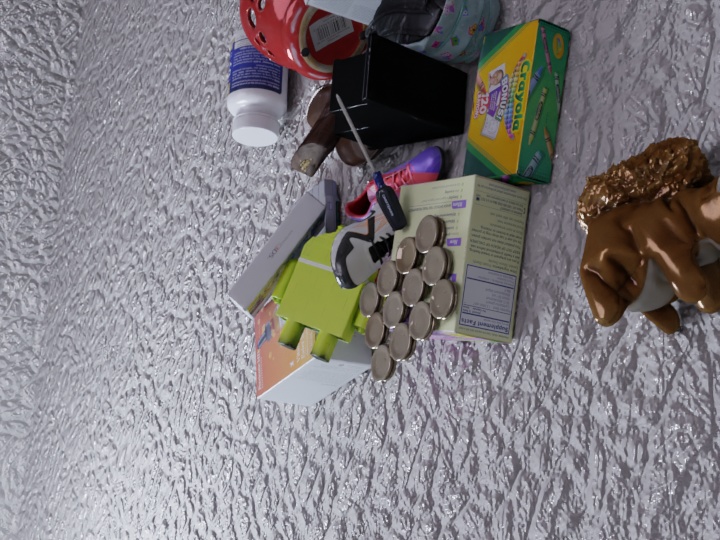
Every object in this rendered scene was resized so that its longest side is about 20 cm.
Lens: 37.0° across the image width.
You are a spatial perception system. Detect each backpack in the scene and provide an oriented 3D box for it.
[{"bbox_3d":[0.106,-0.375,1.552,0.199,0.125,0.170,29,106,61],"label":"backpack"}]

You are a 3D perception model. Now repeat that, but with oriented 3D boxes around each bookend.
[{"bbox_3d":[0.017,-0.251,1.555,0.198,0.197,0.094,-4,79,48],"label":"bookend"}]

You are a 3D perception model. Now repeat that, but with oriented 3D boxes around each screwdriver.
[{"bbox_3d":[0.014,-0.148,1.450,0.029,0.028,0.203,-20,94,47],"label":"screwdriver"}]

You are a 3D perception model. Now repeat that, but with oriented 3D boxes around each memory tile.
[{"bbox_3d":[0.061,0.038,1.408,0.200,0.017,0.155,-50,40,41],"label":"memory tile"}]

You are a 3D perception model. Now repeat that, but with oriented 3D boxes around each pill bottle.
[{"bbox_3d":[-0.196,-0.349,2.055,0.119,0.118,0.204,-23,60,54],"label":"pill bottle"}]

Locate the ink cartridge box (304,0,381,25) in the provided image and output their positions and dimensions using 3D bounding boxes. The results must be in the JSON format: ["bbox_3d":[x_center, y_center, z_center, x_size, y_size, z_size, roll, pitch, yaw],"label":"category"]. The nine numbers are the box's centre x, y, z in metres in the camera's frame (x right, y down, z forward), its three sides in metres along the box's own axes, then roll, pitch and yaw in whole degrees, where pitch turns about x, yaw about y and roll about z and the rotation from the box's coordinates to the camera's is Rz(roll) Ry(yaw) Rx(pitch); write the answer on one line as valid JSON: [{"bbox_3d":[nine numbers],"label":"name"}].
[{"bbox_3d":[-0.001,-0.475,1.692,0.084,0.197,0.178,-51,40,38],"label":"ink cartridge box"}]

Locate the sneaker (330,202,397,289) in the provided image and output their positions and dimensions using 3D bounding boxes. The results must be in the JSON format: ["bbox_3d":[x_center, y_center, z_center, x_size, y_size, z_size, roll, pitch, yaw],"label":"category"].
[{"bbox_3d":[0.029,-0.045,1.506,0.079,0.075,0.200,-1,35,38],"label":"sneaker"}]

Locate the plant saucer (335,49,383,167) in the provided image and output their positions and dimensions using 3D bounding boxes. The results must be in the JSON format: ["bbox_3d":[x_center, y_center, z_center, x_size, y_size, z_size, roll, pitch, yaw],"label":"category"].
[{"bbox_3d":[0.018,-0.266,1.755,0.199,0.032,0.204,-25,60,54],"label":"plant saucer"}]

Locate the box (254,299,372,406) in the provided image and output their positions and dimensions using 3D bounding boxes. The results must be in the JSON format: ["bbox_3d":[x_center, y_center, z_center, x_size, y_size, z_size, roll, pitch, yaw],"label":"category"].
[{"bbox_3d":[-0.079,0.109,1.718,0.200,0.105,0.155,-38,49,47],"label":"box"}]

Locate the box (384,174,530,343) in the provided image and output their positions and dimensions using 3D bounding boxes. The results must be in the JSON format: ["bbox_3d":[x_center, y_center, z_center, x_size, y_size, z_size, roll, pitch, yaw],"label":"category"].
[{"bbox_3d":[0.124,-0.012,1.428,0.175,0.095,0.204,-3,77,59],"label":"box"}]

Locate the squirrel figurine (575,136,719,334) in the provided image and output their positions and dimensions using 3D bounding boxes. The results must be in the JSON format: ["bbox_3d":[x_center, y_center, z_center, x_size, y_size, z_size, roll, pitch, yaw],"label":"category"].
[{"bbox_3d":[0.318,-0.056,1.084,0.186,0.140,0.203,-41,49,37],"label":"squirrel figurine"}]

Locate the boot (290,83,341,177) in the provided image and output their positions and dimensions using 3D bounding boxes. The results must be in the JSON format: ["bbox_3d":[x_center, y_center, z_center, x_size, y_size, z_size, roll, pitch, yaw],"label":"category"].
[{"bbox_3d":[-0.070,-0.215,1.710,0.186,0.064,0.202,-35,25,54],"label":"boot"}]

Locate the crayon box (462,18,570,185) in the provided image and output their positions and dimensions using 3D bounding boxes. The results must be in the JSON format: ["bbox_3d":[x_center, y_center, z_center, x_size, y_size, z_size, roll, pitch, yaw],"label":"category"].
[{"bbox_3d":[0.202,-0.213,1.401,0.118,0.057,0.204,1,81,59],"label":"crayon box"}]

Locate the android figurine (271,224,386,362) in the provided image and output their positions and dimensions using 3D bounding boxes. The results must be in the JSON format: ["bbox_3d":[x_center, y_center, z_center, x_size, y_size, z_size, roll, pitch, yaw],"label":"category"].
[{"bbox_3d":[-0.046,0.029,1.577,0.179,0.041,0.203,14,75,30],"label":"android figurine"}]

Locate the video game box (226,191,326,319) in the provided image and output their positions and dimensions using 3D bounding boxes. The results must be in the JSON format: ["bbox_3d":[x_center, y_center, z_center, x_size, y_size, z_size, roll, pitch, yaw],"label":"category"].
[{"bbox_3d":[-0.129,-0.019,1.690,0.201,0.047,0.182,-53,0,-7],"label":"video game box"}]

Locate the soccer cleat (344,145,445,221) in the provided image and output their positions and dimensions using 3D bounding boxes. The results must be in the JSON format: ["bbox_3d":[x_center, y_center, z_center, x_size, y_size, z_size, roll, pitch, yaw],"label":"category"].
[{"bbox_3d":[0.053,-0.123,1.607,0.200,0.072,0.069,-39,47,47],"label":"soccer cleat"}]

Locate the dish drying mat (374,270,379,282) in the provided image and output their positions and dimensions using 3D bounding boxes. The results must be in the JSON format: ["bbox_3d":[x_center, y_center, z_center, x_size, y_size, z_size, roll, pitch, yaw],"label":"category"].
[{"bbox_3d":[0.000,0.000,1.603,0.199,0.018,0.077,-35,57,6],"label":"dish drying mat"}]

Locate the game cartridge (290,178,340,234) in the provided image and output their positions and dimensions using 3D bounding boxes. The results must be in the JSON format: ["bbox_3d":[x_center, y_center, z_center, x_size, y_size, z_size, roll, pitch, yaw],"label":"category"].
[{"bbox_3d":[-0.077,-0.041,1.839,0.129,0.038,0.204,-27,57,49],"label":"game cartridge"}]

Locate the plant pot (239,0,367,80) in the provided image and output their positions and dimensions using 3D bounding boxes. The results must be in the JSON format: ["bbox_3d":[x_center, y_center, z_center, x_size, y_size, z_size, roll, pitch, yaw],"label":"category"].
[{"bbox_3d":[-0.084,-0.429,1.829,0.183,0.198,0.203,45,118,46],"label":"plant pot"}]
